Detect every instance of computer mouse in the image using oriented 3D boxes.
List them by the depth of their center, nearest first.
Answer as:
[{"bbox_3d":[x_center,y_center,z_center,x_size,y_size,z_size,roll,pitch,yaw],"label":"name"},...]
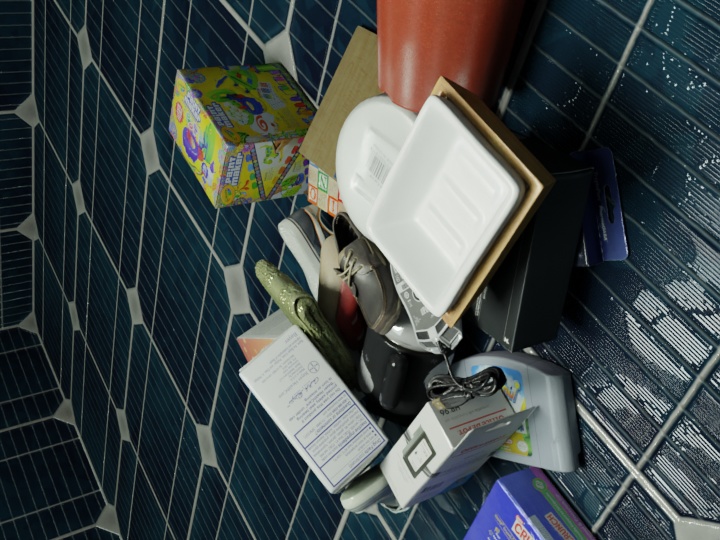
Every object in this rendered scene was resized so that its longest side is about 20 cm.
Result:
[{"bbox_3d":[0.093,0.054,0.955,0.109,0.043,0.204,-32,73,49],"label":"computer mouse"}]

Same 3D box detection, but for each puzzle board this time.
[{"bbox_3d":[-0.004,-0.227,1.172,0.150,0.017,0.203,40,109,45],"label":"puzzle board"}]

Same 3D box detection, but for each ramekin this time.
[{"bbox_3d":[0.058,-0.124,1.019,0.198,0.096,0.206,18,115,43],"label":"ramekin"}]

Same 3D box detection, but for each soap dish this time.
[{"bbox_3d":[0.099,-0.068,0.851,0.158,0.080,0.202,51,136,25],"label":"soap dish"}]

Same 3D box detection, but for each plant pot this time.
[{"bbox_3d":[0.098,-0.291,0.918,0.201,0.197,0.199,45,143,40],"label":"plant pot"}]

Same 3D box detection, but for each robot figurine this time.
[{"bbox_3d":[0.065,0.109,1.110,0.151,0.122,0.204,-120,36,-50],"label":"robot figurine"}]

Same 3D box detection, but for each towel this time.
[{"bbox_3d":[-0.070,0.076,1.169,0.148,0.036,0.201,38,165,51],"label":"towel"}]

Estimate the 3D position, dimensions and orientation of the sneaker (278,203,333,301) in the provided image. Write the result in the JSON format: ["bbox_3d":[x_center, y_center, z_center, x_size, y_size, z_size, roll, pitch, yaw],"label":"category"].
[{"bbox_3d":[-0.051,-0.011,1.333,0.078,0.079,0.203,11,134,54],"label":"sneaker"}]

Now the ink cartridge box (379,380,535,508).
[{"bbox_3d":[0.117,0.206,1.034,0.069,0.114,0.201,59,141,26],"label":"ink cartridge box"}]

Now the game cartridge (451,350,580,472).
[{"bbox_3d":[0.188,0.170,1.050,0.198,0.040,0.137,-4,93,57],"label":"game cartridge"}]

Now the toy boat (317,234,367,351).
[{"bbox_3d":[0.011,0.030,1.208,0.201,0.127,0.133,68,-158,-61],"label":"toy boat"}]

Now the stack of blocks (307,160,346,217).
[{"bbox_3d":[-0.001,-0.129,1.223,0.199,0.058,0.118,34,127,48],"label":"stack of blocks"}]

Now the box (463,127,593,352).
[{"bbox_3d":[0.164,-0.037,0.922,0.141,0.077,0.204,40,132,49],"label":"box"}]

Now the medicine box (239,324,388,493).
[{"bbox_3d":[-0.059,0.196,1.149,0.201,0.102,0.182,50,172,11],"label":"medicine box"}]

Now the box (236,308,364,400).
[{"bbox_3d":[-0.094,0.152,1.378,0.198,0.105,0.155,-7,112,57],"label":"box"}]

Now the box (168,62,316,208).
[{"bbox_3d":[-0.181,-0.225,1.349,0.201,0.189,0.123,55,141,32],"label":"box"}]

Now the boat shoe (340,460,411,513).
[{"bbox_3d":[0.059,0.291,1.141,0.070,0.199,0.073,-25,88,49],"label":"boat shoe"}]

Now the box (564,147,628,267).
[{"bbox_3d":[0.209,-0.064,0.947,0.198,0.032,0.124,-6,94,56],"label":"box"}]

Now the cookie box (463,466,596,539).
[{"bbox_3d":[0.211,0.377,1.041,0.172,0.074,0.203,52,140,35],"label":"cookie box"}]

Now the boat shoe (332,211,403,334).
[{"bbox_3d":[0.000,0.000,1.048,0.075,0.072,0.202,-58,29,30],"label":"boat shoe"}]
